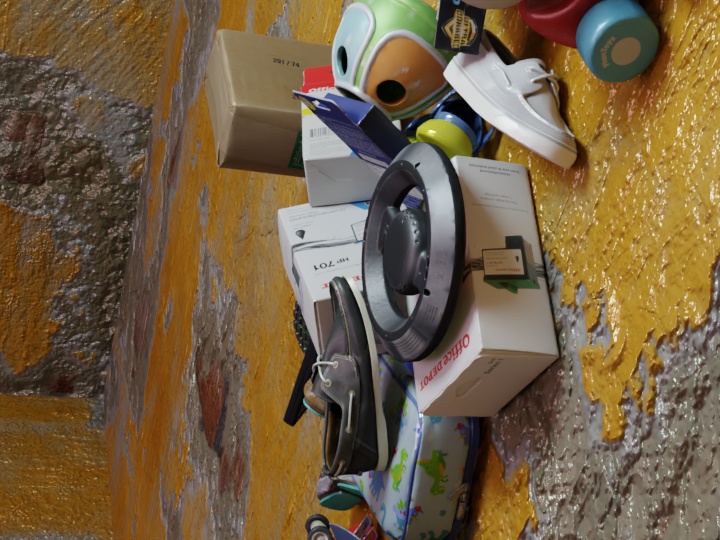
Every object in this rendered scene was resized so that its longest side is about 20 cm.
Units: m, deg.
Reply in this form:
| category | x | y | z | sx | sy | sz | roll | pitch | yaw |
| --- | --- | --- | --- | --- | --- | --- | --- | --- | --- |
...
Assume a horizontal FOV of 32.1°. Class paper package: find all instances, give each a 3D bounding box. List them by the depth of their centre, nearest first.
| category | x | y | z | sx | sy | sz | roll | pitch | yaw |
| --- | --- | --- | --- | --- | --- | --- | --- | --- | --- |
| paper package | -0.096 | -0.215 | 1.648 | 0.192 | 0.197 | 0.104 | -105 | 27 | -46 |

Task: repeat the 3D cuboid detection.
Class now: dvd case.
| category | x | y | z | sx | sy | sz | roll | pitch | yaw |
| --- | --- | --- | --- | --- | --- | --- | --- | --- | --- |
| dvd case | -0.023 | 0.076 | 1.466 | 0.200 | 0.017 | 0.144 | -50 | -15 | -49 |

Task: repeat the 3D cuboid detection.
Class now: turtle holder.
| category | x | y | z | sx | sy | sz | roll | pitch | yaw |
| --- | --- | --- | --- | --- | --- | --- | --- | --- | --- |
| turtle holder | 0.026 | -0.234 | 1.319 | 0.185 | 0.141 | 0.132 | 34 | 88 | 38 |

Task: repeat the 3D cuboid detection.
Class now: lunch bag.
| category | x | y | z | sx | sy | sz | roll | pitch | yaw |
| --- | --- | --- | --- | --- | --- | --- | --- | --- | --- |
| lunch bag | 0.054 | 0.175 | 1.292 | 0.200 | 0.081 | 0.163 | -133 | 50 | -66 |

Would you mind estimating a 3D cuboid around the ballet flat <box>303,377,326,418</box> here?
| category | x | y | z | sx | sy | sz | roll | pitch | yaw |
| --- | --- | --- | --- | --- | --- | --- | --- | --- | --- |
| ballet flat | -0.005 | 0.111 | 1.424 | 0.073 | 0.067 | 0.200 | -59 | -16 | 16 |

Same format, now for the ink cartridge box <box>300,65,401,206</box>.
| category | x | y | z | sx | sy | sz | roll | pitch | yaw |
| --- | --- | --- | --- | --- | --- | --- | --- | --- | --- |
| ink cartridge box | -0.010 | -0.166 | 1.469 | 0.201 | 0.114 | 0.068 | -94 | -3 | -51 |

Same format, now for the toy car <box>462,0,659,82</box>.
| category | x | y | z | sx | sy | sz | roll | pitch | yaw |
| --- | --- | --- | --- | --- | --- | --- | --- | --- | --- |
| toy car | 0.133 | -0.267 | 0.979 | 0.186 | 0.197 | 0.178 | -107 | 28 | -47 |

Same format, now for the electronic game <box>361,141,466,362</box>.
| category | x | y | z | sx | sy | sz | roll | pitch | yaw |
| --- | --- | --- | --- | --- | --- | --- | --- | --- | --- |
| electronic game | 0.048 | -0.017 | 1.153 | 0.200 | 0.041 | 0.203 | -175 | 90 | -69 |

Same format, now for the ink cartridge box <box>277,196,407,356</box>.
| category | x | y | z | sx | sy | sz | roll | pitch | yaw |
| --- | --- | --- | --- | --- | --- | --- | --- | --- | --- |
| ink cartridge box | 0.000 | 0.000 | 1.372 | 0.201 | 0.144 | 0.087 | -117 | 17 | -57 |

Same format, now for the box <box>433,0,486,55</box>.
| category | x | y | z | sx | sy | sz | roll | pitch | yaw |
| --- | --- | --- | --- | --- | --- | --- | --- | --- | --- |
| box | 0.108 | -0.325 | 1.161 | 0.160 | 0.045 | 0.201 | 95 | -174 | -45 |

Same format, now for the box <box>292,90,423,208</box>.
| category | x | y | z | sx | sy | sz | roll | pitch | yaw |
| --- | --- | --- | --- | --- | --- | --- | --- | --- | --- |
| box | 0.024 | -0.123 | 1.286 | 0.033 | 0.200 | 0.121 | -51 | 27 | -5 |

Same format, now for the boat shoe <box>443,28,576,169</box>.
| category | x | y | z | sx | sy | sz | roll | pitch | yaw |
| --- | --- | --- | --- | --- | --- | --- | --- | --- | --- |
| boat shoe | 0.145 | -0.160 | 1.132 | 0.069 | 0.071 | 0.200 | -56 | 31 | 16 |

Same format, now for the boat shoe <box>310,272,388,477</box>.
| category | x | y | z | sx | sy | sz | roll | pitch | yaw |
| --- | --- | --- | --- | --- | --- | --- | --- | --- | --- |
| boat shoe | -0.016 | 0.105 | 1.239 | 0.072 | 0.067 | 0.203 | -160 | 64 | -75 |

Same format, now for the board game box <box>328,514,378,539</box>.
| category | x | y | z | sx | sy | sz | roll | pitch | yaw |
| --- | --- | --- | --- | --- | --- | --- | --- | --- | --- |
| board game box | 0.048 | 0.311 | 1.226 | 0.157 | 0.039 | 0.201 | 33 | 156 | 35 |

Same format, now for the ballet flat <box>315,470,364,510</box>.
| category | x | y | z | sx | sy | sz | roll | pitch | yaw |
| --- | --- | --- | --- | --- | --- | --- | --- | --- | --- |
| ballet flat | -0.003 | 0.241 | 1.475 | 0.200 | 0.071 | 0.073 | 146 | 126 | -65 |

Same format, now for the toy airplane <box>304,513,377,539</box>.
| category | x | y | z | sx | sy | sz | roll | pitch | yaw |
| --- | --- | --- | --- | --- | --- | --- | --- | --- | --- |
| toy airplane | -0.054 | 0.406 | 1.471 | 0.199 | 0.141 | 0.201 | -47 | 7 | 43 |

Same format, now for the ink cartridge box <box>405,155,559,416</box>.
| category | x | y | z | sx | sy | sz | roll | pitch | yaw |
| --- | --- | --- | --- | --- | --- | --- | --- | --- | --- |
| ink cartridge box | 0.105 | 0.020 | 1.171 | 0.146 | 0.083 | 0.203 | 127 | 143 | -55 |

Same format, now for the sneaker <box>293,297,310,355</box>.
| category | x | y | z | sx | sy | sz | roll | pitch | yaw |
| --- | --- | --- | --- | --- | --- | --- | --- | --- | --- |
| sneaker | -0.022 | 0.026 | 1.557 | 0.078 | 0.085 | 0.203 | 28 | 106 | 44 |

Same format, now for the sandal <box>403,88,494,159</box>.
| category | x | y | z | sx | sy | sz | roll | pitch | yaw |
| --- | --- | --- | --- | --- | --- | --- | --- | --- | --- |
| sandal | 0.093 | -0.140 | 1.289 | 0.087 | 0.079 | 0.200 | -51 | 9 | -8 |
